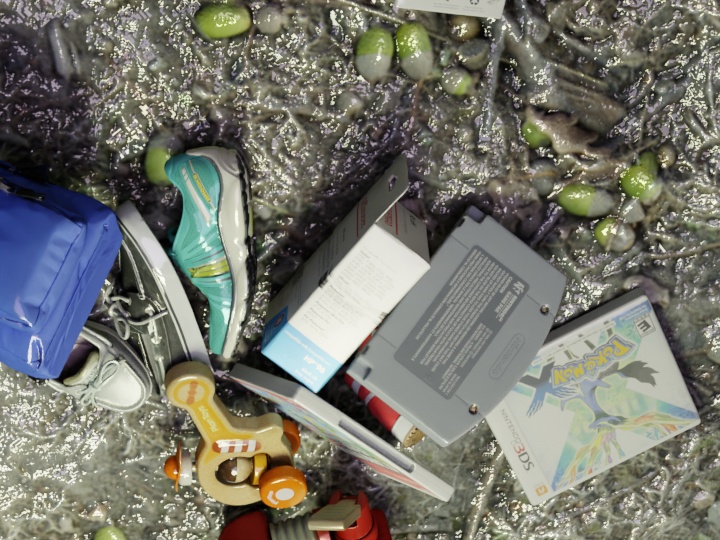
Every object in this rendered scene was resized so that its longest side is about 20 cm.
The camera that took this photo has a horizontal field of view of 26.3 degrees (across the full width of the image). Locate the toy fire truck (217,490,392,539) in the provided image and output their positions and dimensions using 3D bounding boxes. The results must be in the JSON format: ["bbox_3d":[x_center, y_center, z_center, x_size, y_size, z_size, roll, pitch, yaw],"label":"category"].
[{"bbox_3d":[-0.056,0.270,1.502,0.175,0.129,0.201,-14,133,-3],"label":"toy fire truck"}]

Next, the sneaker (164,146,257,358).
[{"bbox_3d":[-0.135,-0.017,1.389,0.079,0.078,0.201,-2,112,4],"label":"sneaker"}]

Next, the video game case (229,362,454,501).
[{"bbox_3d":[-0.019,0.153,1.465,0.200,0.143,0.017,36,78,-27],"label":"video game case"}]

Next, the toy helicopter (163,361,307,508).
[{"bbox_3d":[-0.140,0.158,1.458,0.132,0.079,0.200,-19,133,8],"label":"toy helicopter"}]

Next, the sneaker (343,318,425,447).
[{"bbox_3d":[0.073,0.066,1.473,0.200,0.112,0.071,-41,159,-24],"label":"sneaker"}]

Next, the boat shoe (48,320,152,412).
[{"bbox_3d":[-0.273,0.074,1.403,0.074,0.065,0.202,-41,119,12],"label":"boat shoe"}]

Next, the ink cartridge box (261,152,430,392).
[{"bbox_3d":[0.000,0.000,1.386,0.068,0.116,0.200,38,106,-13],"label":"ink cartridge box"}]

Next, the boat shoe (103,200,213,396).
[{"bbox_3d":[-0.195,0.030,1.392,0.068,0.074,0.200,-27,131,-13],"label":"boat shoe"}]

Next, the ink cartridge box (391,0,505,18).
[{"bbox_3d":[0.089,-0.313,1.280,0.099,0.039,0.201,5,119,-15],"label":"ink cartridge box"}]

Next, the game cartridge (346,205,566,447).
[{"bbox_3d":[0.096,0.055,1.413,0.133,0.040,0.200,37,74,3],"label":"game cartridge"}]

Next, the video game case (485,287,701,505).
[{"bbox_3d":[0.230,0.132,1.571,0.199,0.022,0.183,-27,121,3],"label":"video game case"}]

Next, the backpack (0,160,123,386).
[{"bbox_3d":[-0.315,-0.026,1.260,0.199,0.168,0.163,24,74,3],"label":"backpack"}]
